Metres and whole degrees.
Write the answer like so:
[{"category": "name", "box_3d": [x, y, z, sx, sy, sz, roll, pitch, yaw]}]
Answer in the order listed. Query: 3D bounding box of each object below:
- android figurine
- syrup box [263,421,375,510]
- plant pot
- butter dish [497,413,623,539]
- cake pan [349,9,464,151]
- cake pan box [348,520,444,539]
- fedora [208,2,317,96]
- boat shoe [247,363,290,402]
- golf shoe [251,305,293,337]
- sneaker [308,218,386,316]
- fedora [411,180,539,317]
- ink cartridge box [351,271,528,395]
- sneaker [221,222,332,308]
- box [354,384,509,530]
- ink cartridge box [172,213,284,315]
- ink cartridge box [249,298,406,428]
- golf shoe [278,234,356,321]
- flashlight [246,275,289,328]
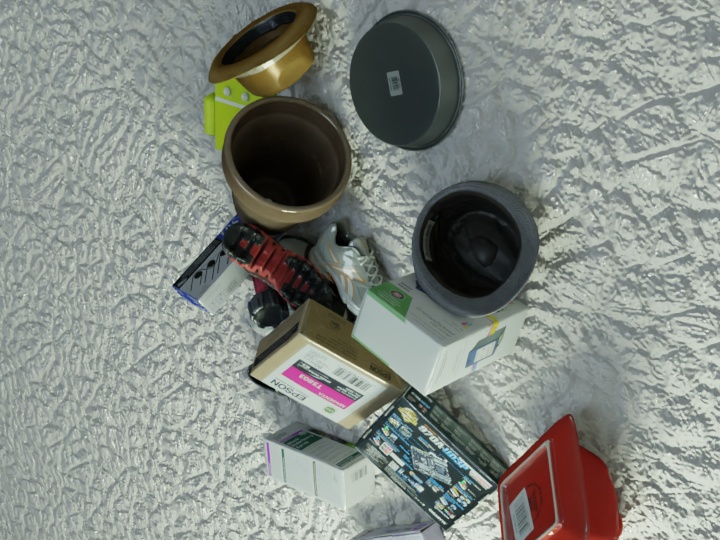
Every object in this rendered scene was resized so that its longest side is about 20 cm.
[{"category": "android figurine", "box_3d": [-0.196, -0.252, 1.698, 0.182, 0.041, 0.201, 25, 122, 37]}, {"category": "syrup box", "box_3d": [-0.073, 0.336, 1.762, 0.199, 0.079, 0.082, 14, 114, 41]}, {"category": "plant pot", "box_3d": [-0.130, -0.144, 1.585, 0.201, 0.200, 0.175, 58, 153, 11]}, {"category": "butter dish", "box_3d": [0.286, 0.332, 1.369, 0.200, 0.147, 0.201, -55, 24, 41]}, {"category": "cake pan", "box_3d": [0.058, -0.266, 1.442, 0.200, 0.037, 0.201, 17, 116, 40]}, {"category": "cake pan box", "box_3d": [0.086, 0.518, 1.693, 0.200, 0.052, 0.185, -25, 89, 47]}, {"category": "fedora", "box_3d": [-0.136, -0.325, 1.546, 0.200, 0.201, 0.082, -1, 136, 45]}, {"category": "boat shoe", "box_3d": [-0.120, 0.192, 1.769, 0.199, 0.062, 0.075, 14, 112, 40]}, {"category": "golf shoe", "box_3d": [-0.114, 0.076, 1.714, 0.199, 0.075, 0.092, 13, 110, 40]}, {"category": "sneaker", "box_3d": [0.000, 0.000, 1.574, 0.200, 0.076, 0.092, 42, 126, 24]}, {"category": "fedora", "box_3d": [0.164, -0.024, 1.366, 0.200, 0.090, 0.177, 37, 99, 34]}, {"category": "ink cartridge box", "box_3d": [0.112, 0.071, 1.396, 0.145, 0.200, 0.088, 37, 124, 31]}, {"category": "sneaker", "box_3d": [-0.126, -0.003, 1.603, 0.200, 0.098, 0.071, 35, 88, 2]}, {"category": "box", "box_3d": [0.107, 0.287, 1.553, 0.200, 0.046, 0.159, 42, 132, 5]}, {"category": "ink cartridge box", "box_3d": [-0.214, -0.024, 1.685, 0.094, 0.200, 0.044, 22, 156, 49]}, {"category": "ink cartridge box", "box_3d": [-0.048, 0.151, 1.598, 0.199, 0.075, 0.165, 30, 137, -18]}, {"category": "golf shoe", "box_3d": [-0.087, 0.020, 1.656, 0.200, 0.088, 0.077, 48, 134, 23]}, {"category": "flashlight", "box_3d": [-0.170, 0.023, 1.683, 0.068, 0.068, 0.200, -44, 29, 16]}]
